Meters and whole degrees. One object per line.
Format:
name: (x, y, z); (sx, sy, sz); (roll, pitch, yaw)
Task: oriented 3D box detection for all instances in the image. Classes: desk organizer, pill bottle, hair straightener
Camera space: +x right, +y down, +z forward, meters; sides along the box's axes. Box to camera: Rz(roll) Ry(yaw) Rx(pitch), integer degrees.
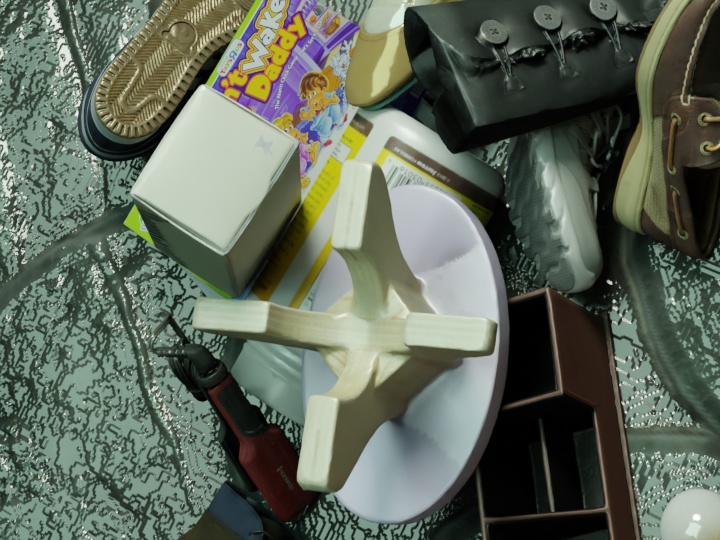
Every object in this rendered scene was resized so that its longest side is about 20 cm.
desk organizer: (0.113, 0.118, 1.318); (0.071, 0.077, 0.201); (-18, 66, 27)
pill bottle: (0.000, 0.000, 1.410); (0.109, 0.109, 0.200); (35, 95, 36)
hair straightener: (-0.092, 0.086, 1.392); (0.041, 0.200, 0.077); (-46, 51, -8)

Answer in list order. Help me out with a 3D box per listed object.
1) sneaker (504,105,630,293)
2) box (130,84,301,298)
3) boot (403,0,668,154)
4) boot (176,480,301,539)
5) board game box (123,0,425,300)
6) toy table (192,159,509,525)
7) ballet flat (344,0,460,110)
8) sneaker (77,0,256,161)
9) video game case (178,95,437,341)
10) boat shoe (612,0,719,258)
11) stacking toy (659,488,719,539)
sneaker: (0.133, -0.083, 1.368); (0.082, 0.075, 0.201); (-2, 67, -12)
box: (-0.083, -0.043, 1.325); (0.068, 0.200, 0.082); (32, 81, 4)
boot: (0.116, -0.164, 1.348); (0.199, 0.066, 0.165); (-18, 58, -16)
boot: (-0.070, 0.197, 1.393); (0.200, 0.075, 0.097); (21, 78, 57)
board game box: (-0.056, -0.081, 1.491); (0.134, 0.045, 0.200); (33, 94, 36)
toy table: (0.009, 0.042, 1.276); (0.183, 0.117, 0.201); (-8, 77, 23)
ballet flat: (0.049, -0.186, 1.394); (0.200, 0.063, 0.069); (-46, 31, -19)
sneaker: (-0.127, -0.156, 1.568); (0.070, 0.108, 0.200); (43, 68, -4)
video game case: (-0.044, -0.061, 1.516); (0.200, 0.018, 0.143); (-51, 56, 9)
boat shoe: (0.202, -0.089, 1.286); (0.072, 0.072, 0.201); (37, 138, 28)
stacking toy: (0.207, 0.199, 1.218); (0.146, 0.146, 0.200); (-38, 42, 17)
